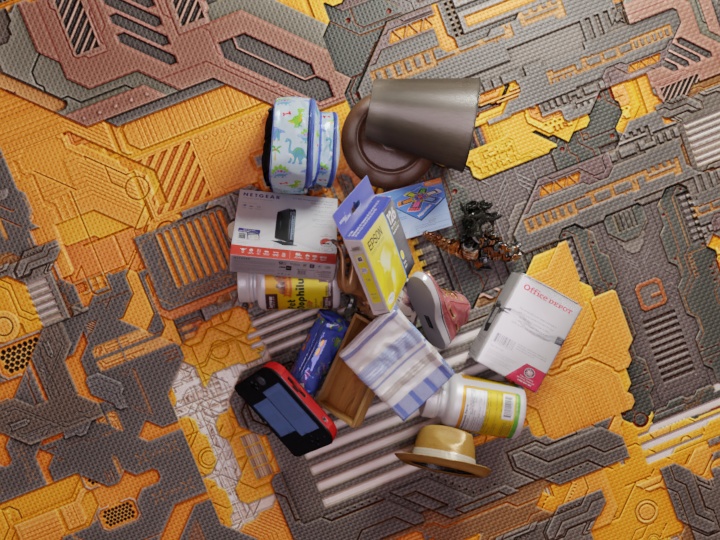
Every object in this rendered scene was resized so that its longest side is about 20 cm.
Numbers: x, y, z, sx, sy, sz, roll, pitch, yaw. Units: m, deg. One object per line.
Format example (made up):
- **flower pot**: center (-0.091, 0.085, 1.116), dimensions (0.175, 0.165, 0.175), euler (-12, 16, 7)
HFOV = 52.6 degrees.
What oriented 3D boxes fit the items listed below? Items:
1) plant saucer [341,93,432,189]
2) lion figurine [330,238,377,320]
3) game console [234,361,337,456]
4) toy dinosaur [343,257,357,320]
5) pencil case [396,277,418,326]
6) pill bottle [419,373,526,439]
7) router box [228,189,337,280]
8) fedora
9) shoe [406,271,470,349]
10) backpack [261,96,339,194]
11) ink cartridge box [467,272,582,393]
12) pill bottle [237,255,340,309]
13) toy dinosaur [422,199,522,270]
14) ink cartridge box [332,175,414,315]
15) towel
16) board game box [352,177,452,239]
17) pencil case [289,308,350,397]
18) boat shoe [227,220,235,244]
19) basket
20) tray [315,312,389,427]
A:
- **plant saucer**: center (0.061, -0.266, 1.470), dimensions (0.199, 0.037, 0.202), euler (0, 93, -2)
- **lion figurine**: center (-0.004, 0.020, 1.370), dimensions (0.072, 0.200, 0.123), euler (1, 77, 36)
- **game console**: center (-0.150, 0.279, 1.445), dimensions (0.200, 0.031, 0.177), euler (50, 135, -4)
- **toy dinosaur**: center (0.000, 0.000, 1.460), dimensions (0.088, 0.047, 0.201), euler (-10, 101, -40)
- **pencil case**: center (0.069, 0.104, 1.473), dimensions (0.089, 0.078, 0.201), euler (13, 94, -32)
- **pill bottle**: center (0.224, 0.271, 1.477), dimensions (0.199, 0.111, 0.112), euler (10, 93, -3)
- **router box**: center (-0.145, -0.070, 1.405), dimensions (0.199, 0.180, 0.049), euler (5, 138, -7)
- **fedora**: center (0.168, 0.358, 1.454), dimensions (0.199, 0.201, 0.082), euler (14, 71, -4)
- **shoe**: center (0.157, 0.058, 1.440), dimensions (0.091, 0.071, 0.201), euler (-44, 133, -26)
- **backpack**: center (-0.112, -0.238, 1.381), dimensions (0.146, 0.200, 0.184), euler (2, 93, -3)
- **ink cartridge box**: center (0.333, 0.122, 1.486), dimensions (0.145, 0.083, 0.201), euler (28, 92, -4)
- **pill bottle**: center (-0.140, 0.022, 1.443), dimensions (0.199, 0.109, 0.110), euler (-1, 94, -3)
- **toy dinosaur**: center (0.232, -0.062, 1.467), dimensions (0.199, 0.102, 0.137), euler (-3, 115, -28)
- **ink cartridge box**: center (0.032, -0.053, 1.336), dimensions (0.047, 0.198, 0.201), euler (-9, 114, 25)
- **towel**: center (0.072, 0.178, 1.393), dimensions (0.147, 0.024, 0.200), euler (-42, 107, 1)
- **board game box**: center (0.084, -0.113, 1.461), dimensions (0.199, 0.019, 0.104), euler (-16, 96, -20)
- **pencil case**: center (-0.092, 0.177, 1.469), dimensions (0.078, 0.087, 0.201), euler (28, 91, 13)
- **boat shoe**: center (-0.168, -0.063, 1.471), dimensions (0.199, 0.073, 0.062), euler (1, 137, -10)
- **basket**: center (0.114, -0.294, 1.391), dimensions (0.199, 0.136, 0.181), euler (10, 98, 0)
- **tray**: center (-0.005, 0.196, 1.442), dimensions (0.098, 0.037, 0.201), euler (28, 98, 27)
